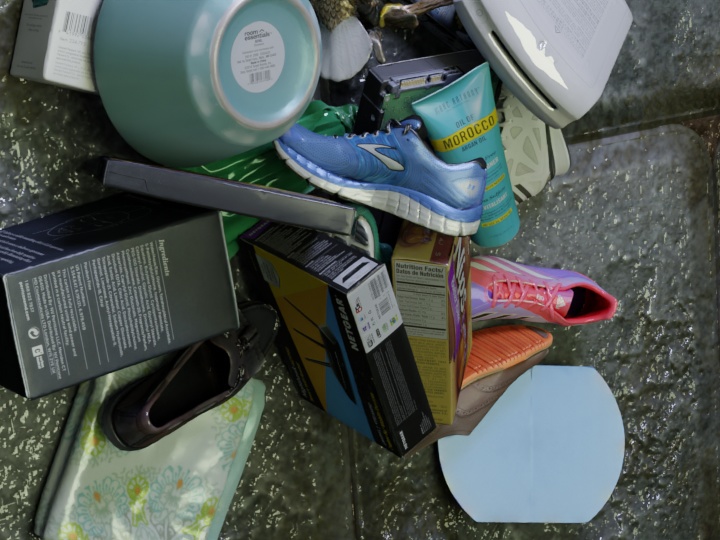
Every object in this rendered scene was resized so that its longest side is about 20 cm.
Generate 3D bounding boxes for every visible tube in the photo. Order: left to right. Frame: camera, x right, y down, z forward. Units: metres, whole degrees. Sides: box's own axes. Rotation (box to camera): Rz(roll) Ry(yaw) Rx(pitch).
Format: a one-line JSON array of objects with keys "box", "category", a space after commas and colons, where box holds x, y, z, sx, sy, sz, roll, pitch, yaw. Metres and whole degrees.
[{"box": [0.103, -0.103, 1.736, 0.077, 0.050, 0.200, -33, 138, -9], "category": "tube"}]

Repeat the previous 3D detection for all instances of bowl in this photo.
[{"box": [-0.108, -0.178, 1.563, 0.200, 0.105, 0.202, -13, 109, -42], "category": "bowl"}]

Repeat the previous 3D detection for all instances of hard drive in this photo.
[{"box": [0.050, -0.106, 1.750, 0.139, 0.038, 0.200, -14, 136, -32], "category": "hard drive"}]

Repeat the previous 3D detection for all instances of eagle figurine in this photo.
[{"box": [-0.030, -0.283, 1.669, 0.152, 0.151, 0.200, -39, 129, -7], "category": "eagle figurine"}]

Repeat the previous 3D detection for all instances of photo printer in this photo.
[{"box": [0.166, -0.231, 1.728, 0.166, 0.069, 0.200, 49, 36, -17], "category": "photo printer"}]

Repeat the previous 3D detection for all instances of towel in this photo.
[{"box": [-0.185, 0.169, 1.679, 0.171, 0.048, 0.201, 21, 85, -36], "category": "towel"}]

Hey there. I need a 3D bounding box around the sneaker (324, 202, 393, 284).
[{"box": [0.000, 0.000, 1.739, 0.080, 0.077, 0.200, -47, 153, -25], "category": "sneaker"}]

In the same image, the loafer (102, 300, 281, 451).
[{"box": [-0.133, 0.090, 1.641, 0.200, 0.063, 0.072, -38, 104, -35], "category": "loafer"}]

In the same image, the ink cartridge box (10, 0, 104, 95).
[{"box": [-0.209, -0.247, 1.579, 0.116, 0.067, 0.201, 11, 92, -36], "category": "ink cartridge box"}]

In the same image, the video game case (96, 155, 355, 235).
[{"box": [-0.115, -0.063, 1.557, 0.199, 0.181, 0.026, 11, 93, -10], "category": "video game case"}]

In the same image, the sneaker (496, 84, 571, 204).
[{"box": [0.133, -0.135, 1.818, 0.115, 0.076, 0.201, -42, 134, -21], "category": "sneaker"}]

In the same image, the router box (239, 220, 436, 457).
[{"box": [-0.019, 0.057, 1.687, 0.051, 0.149, 0.200, -38, 132, -24], "category": "router box"}]

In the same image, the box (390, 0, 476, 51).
[{"box": [0.097, -0.328, 1.798, 0.137, 0.040, 0.200, 32, 79, -33], "category": "box"}]

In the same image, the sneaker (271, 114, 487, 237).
[{"box": [0.018, -0.100, 1.652, 0.199, 0.079, 0.089, 19, 98, 1], "category": "sneaker"}]

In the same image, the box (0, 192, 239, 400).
[{"box": [-0.226, 0.015, 1.562, 0.200, 0.148, 0.107, -19, 109, -31], "category": "box"}]

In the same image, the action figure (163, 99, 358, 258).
[{"box": [-0.078, -0.097, 1.705, 0.200, 0.055, 0.118, -32, 113, -23], "category": "action figure"}]

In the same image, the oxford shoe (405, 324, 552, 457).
[{"box": [0.106, 0.115, 1.868, 0.200, 0.071, 0.073, -25, 122, -21], "category": "oxford shoe"}]

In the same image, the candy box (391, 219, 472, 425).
[{"box": [0.068, 0.030, 1.753, 0.117, 0.056, 0.200, -72, 165, -48], "category": "candy box"}]

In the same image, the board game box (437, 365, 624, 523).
[{"box": [0.168, 0.176, 1.923, 0.199, 0.039, 0.159, 2, 84, -15], "category": "board game box"}]

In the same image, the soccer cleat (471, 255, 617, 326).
[{"box": [0.164, 0.024, 1.881, 0.200, 0.076, 0.067, 6, 95, -36], "category": "soccer cleat"}]
